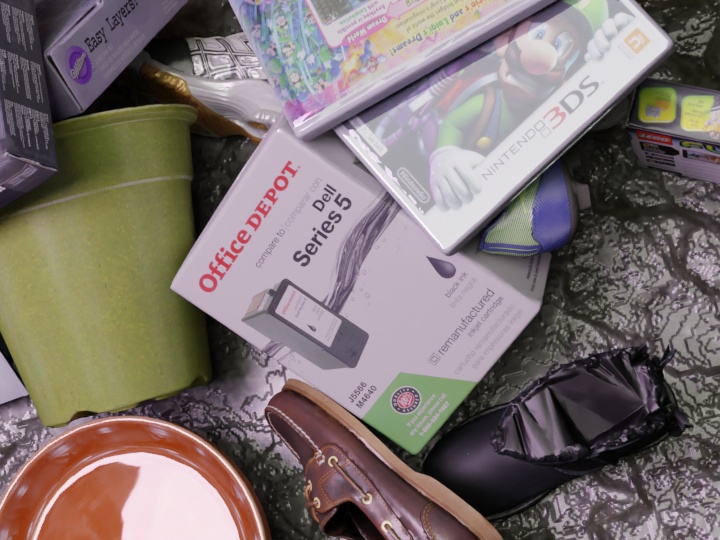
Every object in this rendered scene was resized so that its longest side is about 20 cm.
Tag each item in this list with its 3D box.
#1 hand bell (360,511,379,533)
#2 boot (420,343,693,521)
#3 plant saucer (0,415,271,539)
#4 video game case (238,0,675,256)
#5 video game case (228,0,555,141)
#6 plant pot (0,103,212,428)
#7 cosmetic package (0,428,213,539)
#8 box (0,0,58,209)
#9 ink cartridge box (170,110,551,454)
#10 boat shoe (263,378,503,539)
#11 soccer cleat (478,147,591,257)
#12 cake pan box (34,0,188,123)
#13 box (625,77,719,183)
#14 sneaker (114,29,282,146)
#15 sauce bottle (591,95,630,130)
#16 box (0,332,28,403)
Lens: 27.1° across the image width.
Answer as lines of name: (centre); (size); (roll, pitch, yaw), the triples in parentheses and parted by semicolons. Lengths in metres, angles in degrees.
hand bell: (0.008, 0.229, 0.997); (0.104, 0.104, 0.201); (-3, 68, 14)
boot: (0.114, 0.106, 0.939); (0.198, 0.162, 0.074); (-22, 78, 11)
plant saucer: (-0.152, 0.197, 0.988); (0.200, 0.032, 0.201); (-2, 81, 13)
video game case: (0.054, -0.142, 0.893); (0.182, 0.023, 0.200); (-43, 77, 8)
video game case: (0.011, -0.203, 0.884); (0.200, 0.024, 0.182); (-28, 79, 11)
plant pot: (-0.185, 0.004, 1.038); (0.200, 0.200, 0.190); (-16, 88, 12)
cosmetic package: (-0.192, 0.194, 1.052); (0.200, 0.071, 0.102); (-25, 76, 10)
box: (-0.274, -0.120, 0.947); (0.161, 0.049, 0.200); (-28, 64, 30)
ink cartridge box: (0.000, 0.000, 0.968); (0.200, 0.084, 0.146); (34, 119, -6)
boat shoe: (0.000, 0.145, 0.976); (0.070, 0.070, 0.200); (-44, 54, -16)
soccer cleat: (0.081, -0.096, 0.954); (0.083, 0.065, 0.201); (-11, 58, -10)
cake pan box: (-0.226, -0.153, 1.045); (0.184, 0.200, 0.052); (-16, 118, 33)
box: (0.275, -0.075, 0.956); (0.200, 0.110, 0.035); (14, 84, 16)
sneaker: (-0.092, -0.145, 1.095); (0.200, 0.076, 0.088); (20, 72, 13)
sauce bottle: (0.146, -0.176, 0.990); (0.065, 0.065, 0.200); (-9, 50, 13)
box: (-0.343, 0.028, 1.071); (0.136, 0.200, 0.038); (-19, 32, 11)
